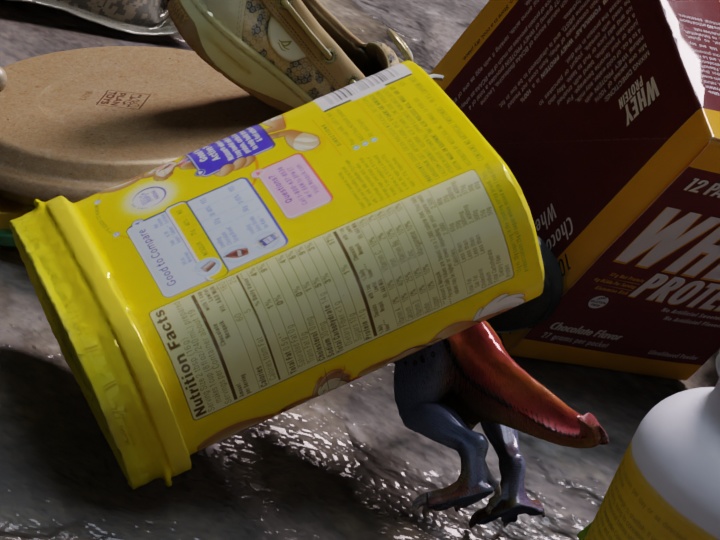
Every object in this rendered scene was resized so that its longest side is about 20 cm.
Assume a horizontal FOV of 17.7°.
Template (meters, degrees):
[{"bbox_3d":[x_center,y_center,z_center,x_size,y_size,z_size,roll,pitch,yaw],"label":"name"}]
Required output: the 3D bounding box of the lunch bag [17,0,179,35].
[{"bbox_3d":[-0.191,-0.239,1.523,0.200,0.118,0.164,12,23,-40],"label":"lunch bag"}]

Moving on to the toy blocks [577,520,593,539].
[{"bbox_3d":[0.203,0.147,1.031,0.200,0.100,0.137,-7,59,-50],"label":"toy blocks"}]

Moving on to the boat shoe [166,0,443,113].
[{"bbox_3d":[-0.009,-0.103,1.196,0.200,0.063,0.073,28,21,-41],"label":"boat shoe"}]

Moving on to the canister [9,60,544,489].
[{"bbox_3d":[-0.037,-0.004,1.015,0.200,0.087,0.149,-24,39,-10],"label":"canister"}]

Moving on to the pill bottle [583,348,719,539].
[{"bbox_3d":[0.143,0.117,0.893,0.112,0.200,0.112,19,22,-8],"label":"pill bottle"}]

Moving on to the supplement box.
[{"bbox_3d":[0.161,-0.080,1.295,0.133,0.197,0.200,9,49,-32],"label":"supplement box"}]

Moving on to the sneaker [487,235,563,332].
[{"bbox_3d":[0.000,0.000,1.221,0.200,0.075,0.115,18,24,17],"label":"sneaker"}]

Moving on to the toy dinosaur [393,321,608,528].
[{"bbox_3d":[0.044,0.028,1.080,0.105,0.200,0.182,10,61,-45],"label":"toy dinosaur"}]

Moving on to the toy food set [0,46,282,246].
[{"bbox_3d":[-0.125,-0.069,1.209,0.198,0.049,0.200,0,26,-5],"label":"toy food set"}]

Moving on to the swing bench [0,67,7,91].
[{"bbox_3d":[-0.298,-0.154,1.168,0.199,0.130,0.200,10,-9,-27],"label":"swing bench"}]
